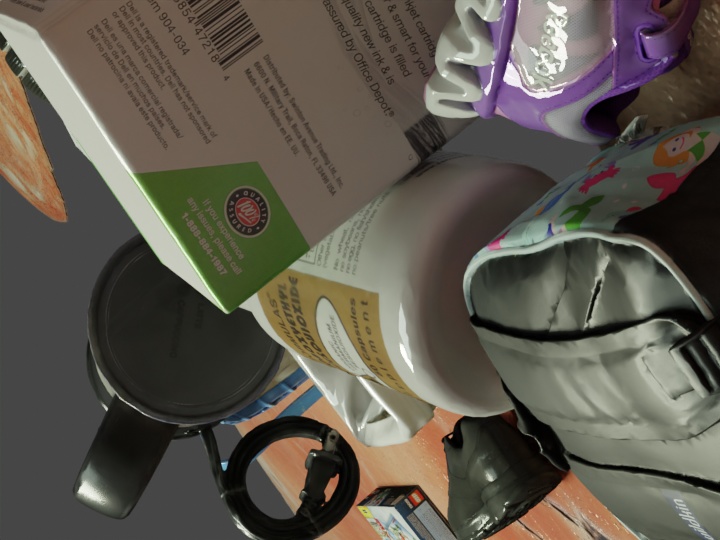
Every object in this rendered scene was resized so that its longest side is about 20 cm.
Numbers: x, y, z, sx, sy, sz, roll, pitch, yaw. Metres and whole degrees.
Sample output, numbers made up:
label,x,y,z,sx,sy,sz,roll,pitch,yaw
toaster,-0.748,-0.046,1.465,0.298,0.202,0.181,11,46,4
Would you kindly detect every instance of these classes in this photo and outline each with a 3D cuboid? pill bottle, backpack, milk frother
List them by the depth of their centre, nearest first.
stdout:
label,x,y,z,sx,sy,sz,roll,pitch,yaw
backpack,0.136,0.028,0.517,0.178,0.150,0.200,54,158,-6
pill bottle,0.006,-0.006,0.673,0.200,0.114,0.115,15,143,52
milk frother,-0.079,0.081,0.871,0.199,0.181,0.188,9,169,-10

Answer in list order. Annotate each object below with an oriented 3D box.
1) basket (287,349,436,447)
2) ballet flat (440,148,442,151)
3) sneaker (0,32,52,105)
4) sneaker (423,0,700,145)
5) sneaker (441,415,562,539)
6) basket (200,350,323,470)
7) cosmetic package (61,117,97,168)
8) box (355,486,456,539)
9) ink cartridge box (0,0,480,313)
label,x,y,z,sx,sy,sz,roll,pitch,yaw
basket,0.000,0.000,0.892,0.200,0.123,0.136,51,165,0
ballet flat,0.031,-0.009,0.779,0.067,0.068,0.201,-57,-51,-80
sneaker,-0.275,-0.238,1.189,0.081,0.083,0.201,-30,83,43
sneaker,0.086,-0.113,0.490,0.088,0.081,0.200,28,152,8
sneaker,0.103,0.164,1.110,0.091,0.076,0.200,56,160,15
basket,-0.090,0.067,1.208,0.200,0.176,0.139,47,176,46
cosmetic package,-0.191,-0.100,1.280,0.200,0.081,0.113,44,165,20
box,0.070,0.315,1.587,0.137,0.038,0.200,51,165,-1
ink cartridge box,-0.030,-0.104,0.590,0.146,0.200,0.084,59,165,-28
